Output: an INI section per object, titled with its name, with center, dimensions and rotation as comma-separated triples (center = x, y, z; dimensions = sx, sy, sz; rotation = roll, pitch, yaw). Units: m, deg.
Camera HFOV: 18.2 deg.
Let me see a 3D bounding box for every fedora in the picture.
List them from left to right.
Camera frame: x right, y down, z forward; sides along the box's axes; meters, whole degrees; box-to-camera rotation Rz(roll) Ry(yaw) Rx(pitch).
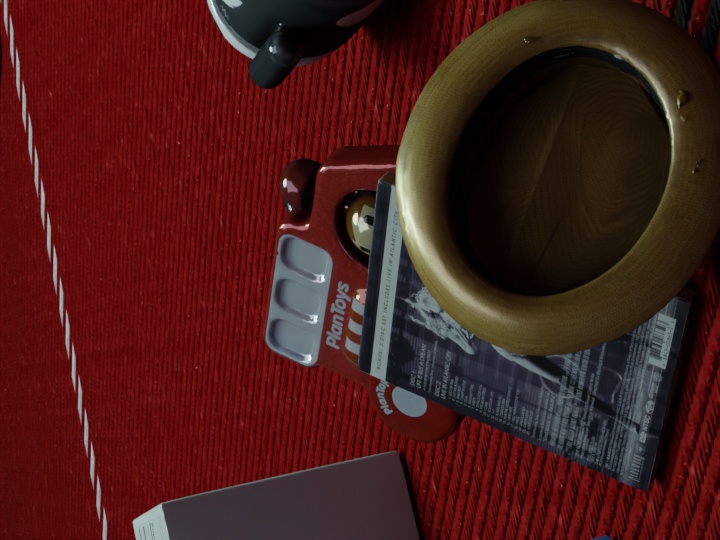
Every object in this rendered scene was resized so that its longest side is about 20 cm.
[fedora]
center = 0.118, -0.049, 1.237
dimensions = 0.082, 0.200, 0.202
rotation = 27, -135, -68

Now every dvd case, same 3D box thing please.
[dvd case]
center = 0.094, 0.037, 1.333
dimensions = 0.199, 0.016, 0.149
rotation = 22, 131, 19

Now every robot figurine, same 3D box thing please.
[robot figurine]
center = -0.040, -0.220, 1.581
dimensions = 0.125, 0.150, 0.200
rotation = 53, 158, 1

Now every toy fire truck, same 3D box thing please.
[toy fire truck]
center = 0.016, 0.003, 1.448
dimensions = 0.167, 0.112, 0.201
rotation = 22, 133, 16

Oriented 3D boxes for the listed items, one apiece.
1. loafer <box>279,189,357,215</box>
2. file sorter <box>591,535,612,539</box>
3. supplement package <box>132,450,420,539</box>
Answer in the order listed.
[loafer]
center = 0.000, 0.000, 1.670
dimensions = 0.200, 0.072, 0.073
rotation = 71, 178, -53
[file sorter]
center = 0.130, 0.294, 1.385
dimensions = 0.139, 0.122, 0.201
rotation = -136, 40, -57
[supplement package]
center = -0.058, 0.242, 1.760
dimensions = 0.111, 0.199, 0.157
rotation = 145, 113, -68
